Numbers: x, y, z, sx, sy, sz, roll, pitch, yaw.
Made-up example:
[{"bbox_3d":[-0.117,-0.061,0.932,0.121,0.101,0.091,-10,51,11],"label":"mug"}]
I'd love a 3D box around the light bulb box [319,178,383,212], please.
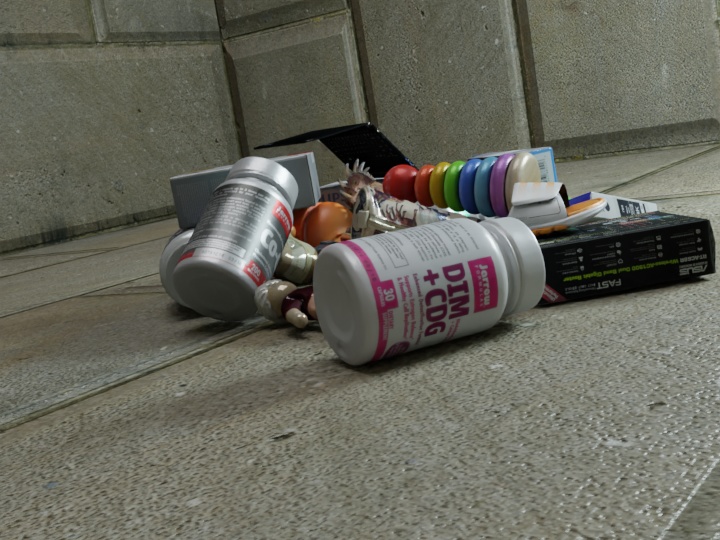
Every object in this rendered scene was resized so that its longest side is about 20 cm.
[{"bbox_3d":[0.019,-0.096,1.681,0.198,0.125,0.200,-5,9,19],"label":"light bulb box"}]

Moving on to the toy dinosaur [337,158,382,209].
[{"bbox_3d":[0.011,-0.113,1.478,0.135,0.086,0.200,8,-9,-19],"label":"toy dinosaur"}]

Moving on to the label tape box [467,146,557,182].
[{"bbox_3d":[0.217,-0.107,1.468,0.063,0.144,0.200,-16,10,-27],"label":"label tape box"}]

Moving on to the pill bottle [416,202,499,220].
[{"bbox_3d":[0.120,-0.056,1.333,0.200,0.113,0.113,-18,12,-43],"label":"pill bottle"}]

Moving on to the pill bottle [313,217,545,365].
[{"bbox_3d":[0.066,0.013,0.909,0.200,0.113,0.113,-13,9,-25],"label":"pill bottle"}]

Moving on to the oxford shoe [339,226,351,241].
[{"bbox_3d":[0.036,-0.055,1.379,0.071,0.073,0.200,21,7,27],"label":"oxford shoe"}]

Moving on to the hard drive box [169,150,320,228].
[{"bbox_3d":[-0.165,-0.121,1.430,0.200,0.077,0.156,-9,9,1],"label":"hard drive box"}]

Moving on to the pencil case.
[{"bbox_3d":[0.080,-0.042,1.167,0.200,0.078,0.089,14,-2,-16],"label":"pencil case"}]

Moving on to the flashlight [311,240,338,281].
[{"bbox_3d":[0.000,0.000,1.268,0.068,0.068,0.200,37,-15,-30],"label":"flashlight"}]

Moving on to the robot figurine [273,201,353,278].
[{"bbox_3d":[-0.084,-0.046,1.486,0.200,0.144,0.117,-4,41,34],"label":"robot figurine"}]

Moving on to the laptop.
[{"bbox_3d":[-0.037,-0.180,1.572,0.177,0.200,0.103,5,59,56],"label":"laptop"}]

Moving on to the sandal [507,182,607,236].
[{"bbox_3d":[0.170,-0.066,1.079,0.206,0.059,0.079,-14,7,10],"label":"sandal"}]

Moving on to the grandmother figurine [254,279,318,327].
[{"bbox_3d":[-0.040,0.034,1.086,0.200,0.061,0.121,1,4,40],"label":"grandmother figurine"}]

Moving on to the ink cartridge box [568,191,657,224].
[{"bbox_3d":[0.285,-0.062,1.211,0.099,0.039,0.200,-21,-16,41],"label":"ink cartridge box"}]

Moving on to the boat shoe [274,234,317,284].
[{"bbox_3d":[-0.134,-0.031,1.356,0.065,0.072,0.200,16,6,-34],"label":"boat shoe"}]

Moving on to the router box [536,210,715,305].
[{"bbox_3d":[0.266,-0.017,1.069,0.200,0.062,0.150,-10,8,-2],"label":"router box"}]

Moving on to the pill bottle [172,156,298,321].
[{"bbox_3d":[-0.152,-0.044,1.232,0.114,0.114,0.200,-5,46,28],"label":"pill bottle"}]

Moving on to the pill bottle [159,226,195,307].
[{"bbox_3d":[-0.228,-0.006,1.376,0.114,0.114,0.200,-10,8,-8],"label":"pill bottle"}]

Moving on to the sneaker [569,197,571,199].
[{"bbox_3d":[0.255,-0.063,1.331,0.200,0.077,0.084,7,-46,-49],"label":"sneaker"}]

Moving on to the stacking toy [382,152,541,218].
[{"bbox_3d":[0.121,-0.108,1.214,0.200,0.085,0.085,5,14,30],"label":"stacking toy"}]
